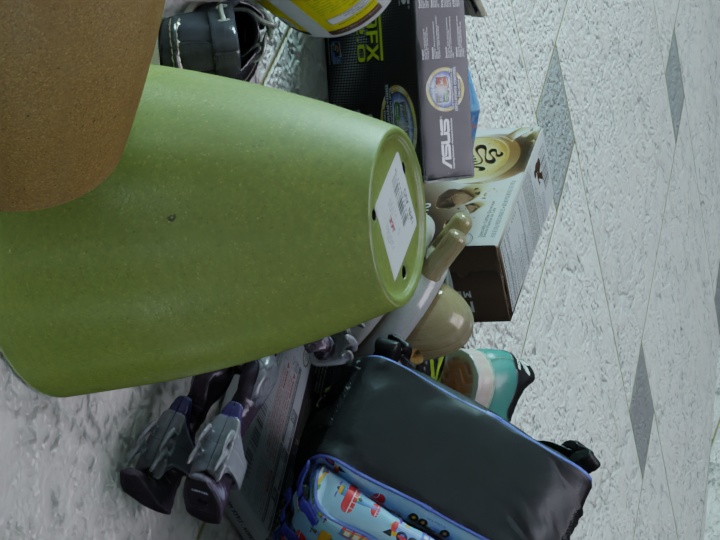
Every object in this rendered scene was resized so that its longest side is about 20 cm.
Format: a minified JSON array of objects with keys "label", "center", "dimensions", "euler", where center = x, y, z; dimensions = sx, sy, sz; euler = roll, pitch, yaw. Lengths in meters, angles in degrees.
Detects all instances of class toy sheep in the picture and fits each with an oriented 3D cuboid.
[{"label":"toy sheep","center":[-0.009,-0.009,1.115],"dimensions":[0.138,0.199,0.138],"euler":[-53,-179,1]}]

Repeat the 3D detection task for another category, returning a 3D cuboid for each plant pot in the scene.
[{"label":"plant pot","center":[-0.072,-0.027,0.881],"dimensions":[0.187,0.198,0.189],"euler":[-2,90,-70]},{"label":"plant pot","center":[-0.158,-0.131,0.722],"dimensions":[0.187,0.185,0.201],"euler":[-68,163,-47]}]

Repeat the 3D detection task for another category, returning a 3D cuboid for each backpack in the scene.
[{"label":"backpack","center":[0.032,0.159,1.071],"dimensions":[0.135,0.182,0.200],"euler":[-62,-177,-29]}]

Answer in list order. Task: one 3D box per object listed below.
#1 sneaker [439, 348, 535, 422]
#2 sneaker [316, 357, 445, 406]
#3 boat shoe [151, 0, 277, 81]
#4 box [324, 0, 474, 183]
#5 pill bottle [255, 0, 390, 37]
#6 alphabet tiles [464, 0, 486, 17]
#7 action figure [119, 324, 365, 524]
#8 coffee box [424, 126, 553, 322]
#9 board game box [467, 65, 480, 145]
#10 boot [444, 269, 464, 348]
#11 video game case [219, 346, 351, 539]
[{"label":"sneaker","center":[0.072,0.146,1.273],"dimensions":[0.079,0.071,0.201],"euler":[4,125,-37]},{"label":"sneaker","center":[0.004,0.123,1.218],"dimensions":[0.075,0.076,0.202],"euler":[8,99,-73]},{"label":"boat shoe","center":[-0.082,-0.135,1.035],"dimensions":[0.200,0.062,0.073],"euler":[-46,128,-77]},{"label":"box","center":[0.024,-0.169,1.241],"dimensions":[0.160,0.044,0.202],"euler":[-168,-108,-65]},{"label":"pill bottle","center":[-0.050,-0.231,1.089],"dimensions":[0.200,0.108,0.110],"euler":[24,66,-68]},{"label":"alphabet tiles","center":[0.047,-0.297,1.329],"dimensions":[0.201,0.006,0.166],"euler":[65,-7,-14]},{"label":"action figure","center":[-0.070,0.055,1.003],"dimensions":[0.201,0.129,0.070],"euler":[-65,151,-30]},{"label":"coffee box","center":[0.095,-0.042,1.472],"dimensions":[0.200,0.112,0.080],"euler":[-64,146,-51]},{"label":"board game box","center":[0.052,-0.191,1.330],"dimensions":[0.151,0.036,0.201],"euler":[88,-13,-75]},{"label":"boot","center":[0.047,0.103,1.326],"dimensions":[0.200,0.072,0.183],"euler":[78,23,-63]},{"label":"video game case","center":[-0.051,0.111,1.190],"dimensions":[0.182,0.023,0.201],"euler":[65,29,-47]}]
